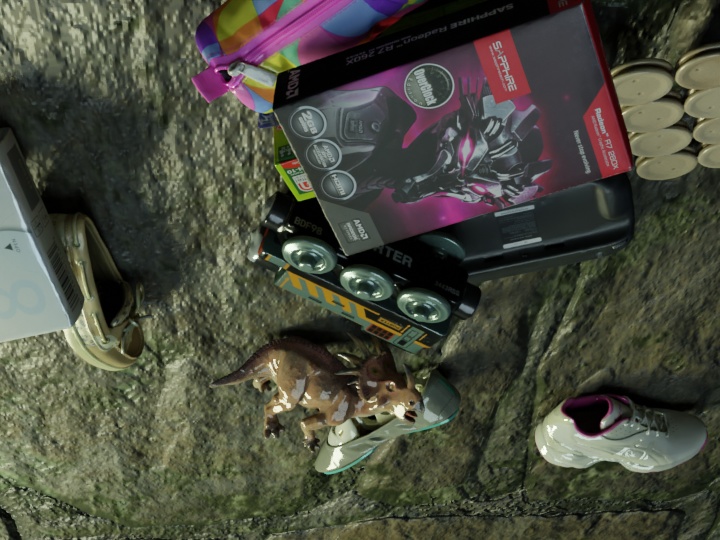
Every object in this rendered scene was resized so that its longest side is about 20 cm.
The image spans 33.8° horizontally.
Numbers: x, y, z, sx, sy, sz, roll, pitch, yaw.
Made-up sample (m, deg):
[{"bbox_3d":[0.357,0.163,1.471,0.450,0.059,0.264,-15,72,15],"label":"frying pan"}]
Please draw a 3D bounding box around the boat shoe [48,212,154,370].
[{"bbox_3d":[-0.228,0.023,1.028,0.063,0.073,0.200,-10,145,11],"label":"boat shoe"}]

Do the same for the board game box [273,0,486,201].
[{"bbox_3d":[0.039,-0.125,0.822,0.200,0.102,0.048,-14,146,13],"label":"board game box"}]

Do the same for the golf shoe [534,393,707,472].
[{"bbox_3d":[0.301,0.179,1.333,0.200,0.075,0.092,-1,142,-8],"label":"golf shoe"}]

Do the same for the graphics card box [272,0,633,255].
[{"bbox_3d":[0.059,-0.094,0.743,0.200,0.051,0.126,-15,127,14],"label":"graphics card box"}]

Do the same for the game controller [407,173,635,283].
[{"bbox_3d":[0.138,-0.037,1.031,0.200,0.042,0.104,-12,131,9],"label":"game controller"}]

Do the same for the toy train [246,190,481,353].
[{"bbox_3d":[0.000,0.000,0.997,0.200,0.085,0.114,24,147,-13],"label":"toy train"}]

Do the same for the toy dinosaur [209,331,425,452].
[{"bbox_3d":[-0.040,0.104,1.173,0.200,0.086,0.136,19,131,-7],"label":"toy dinosaur"}]

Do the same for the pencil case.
[{"bbox_3d":[-0.015,-0.174,0.754,0.200,0.088,0.088,-31,138,29],"label":"pencil case"}]

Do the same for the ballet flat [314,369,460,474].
[{"bbox_3d":[0.016,0.159,1.286,0.200,0.067,0.064,-28,113,28],"label":"ballet flat"}]

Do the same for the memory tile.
[{"bbox_3d":[0.272,-0.122,0.892,0.153,0.017,0.200,-11,158,18],"label":"memory tile"}]

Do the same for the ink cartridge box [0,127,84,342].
[{"bbox_3d":[-0.339,-0.012,0.928,0.200,0.047,0.160,-13,118,8],"label":"ink cartridge box"}]
